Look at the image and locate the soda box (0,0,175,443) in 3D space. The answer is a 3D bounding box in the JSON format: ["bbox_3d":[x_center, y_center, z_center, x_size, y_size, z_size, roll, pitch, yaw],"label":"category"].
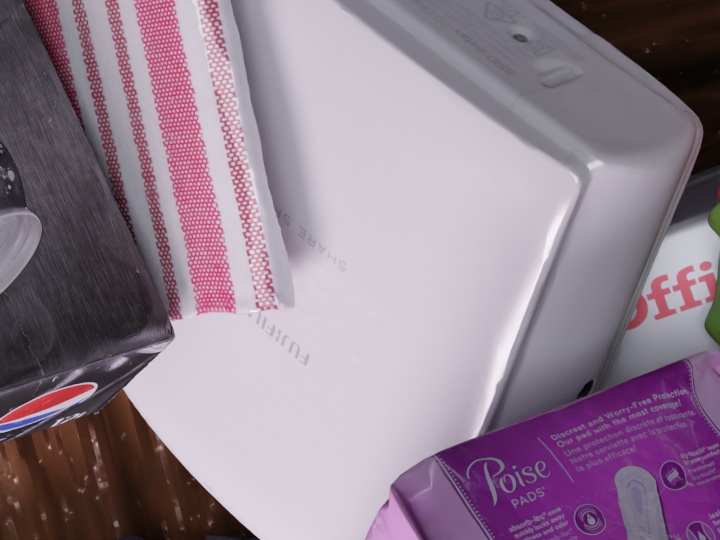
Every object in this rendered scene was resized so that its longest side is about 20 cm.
[{"bbox_3d":[-0.131,-0.049,0.791,0.063,0.071,0.200,-41,72,51],"label":"soda box"}]

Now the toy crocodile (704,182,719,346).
[{"bbox_3d":[0.136,-0.052,0.736,0.062,0.068,0.200,-1,129,-30],"label":"toy crocodile"}]

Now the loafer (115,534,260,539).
[{"bbox_3d":[-0.086,0.115,0.888,0.200,0.072,0.063,-18,91,11],"label":"loafer"}]

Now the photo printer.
[{"bbox_3d":[0.000,0.000,0.812,0.166,0.069,0.200,40,131,26],"label":"photo printer"}]

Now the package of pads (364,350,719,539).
[{"bbox_3d":[0.048,0.116,0.773,0.120,0.200,0.076,-19,60,-28],"label":"package of pads"}]

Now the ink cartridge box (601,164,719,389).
[{"bbox_3d":[0.152,0.062,0.847,0.145,0.083,0.200,-20,95,8],"label":"ink cartridge box"}]

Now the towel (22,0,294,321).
[{"bbox_3d":[-0.095,-0.054,0.828,0.200,0.030,0.147,-5,99,49],"label":"towel"}]
